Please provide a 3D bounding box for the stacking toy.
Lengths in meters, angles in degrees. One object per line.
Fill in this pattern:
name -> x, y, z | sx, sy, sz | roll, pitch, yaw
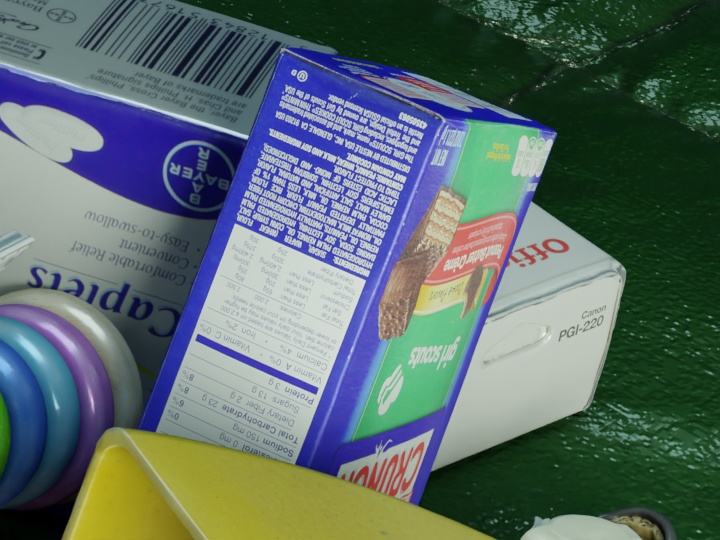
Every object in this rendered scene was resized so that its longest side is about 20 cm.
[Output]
stacking toy -> -0.157, 0.060, 1.089 | 0.085, 0.086, 0.200 | 23, 14, 17

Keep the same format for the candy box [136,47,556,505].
candy box -> -0.009, 0.023, 1.166 | 0.077, 0.201, 0.169 | 24, 8, 17

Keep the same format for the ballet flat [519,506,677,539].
ballet flat -> 0.051, 0.134, 1.183 | 0.199, 0.073, 0.073 | -12, 39, -33

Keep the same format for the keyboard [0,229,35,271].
keyboard -> -0.195, 0.041, 1.151 | 0.011, 0.200, 0.056 | 51, 42, -1

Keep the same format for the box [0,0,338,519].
box -> -0.125, -0.012, 1.227 | 0.183, 0.201, 0.105 | 17, 31, 8

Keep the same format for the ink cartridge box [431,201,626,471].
ink cartridge box -> 0.000, 0.000, 1.364 | 0.145, 0.085, 0.200 | -19, 41, -40

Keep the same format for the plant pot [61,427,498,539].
plant pot -> 0.003, 0.187, 0.981 | 0.176, 0.201, 0.200 | 3, 30, -37
